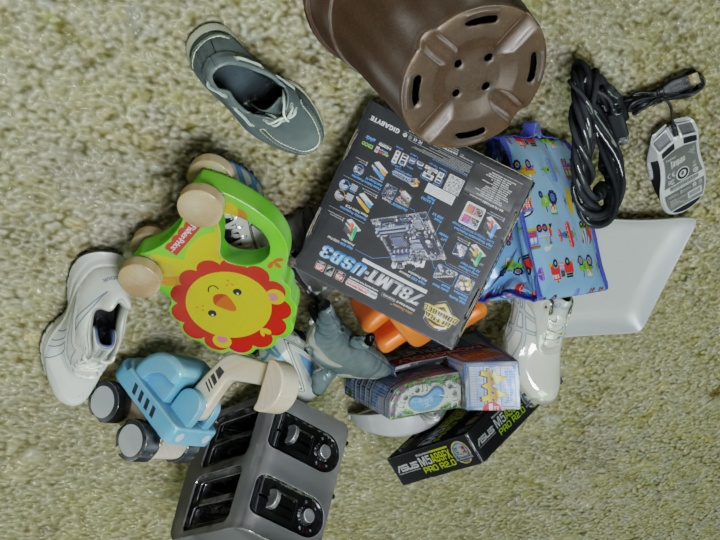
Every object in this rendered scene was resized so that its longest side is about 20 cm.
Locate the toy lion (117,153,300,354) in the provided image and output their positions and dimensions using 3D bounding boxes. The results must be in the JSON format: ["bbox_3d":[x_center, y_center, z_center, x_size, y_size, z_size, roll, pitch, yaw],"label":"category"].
[{"bbox_3d":[-0.139,0.001,1.289,0.191,0.069,0.200,32,128,-18],"label":"toy lion"}]

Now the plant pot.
[{"bbox_3d":[0.069,-0.233,1.182,0.198,0.199,0.202,-15,135,-15],"label":"plant pot"}]

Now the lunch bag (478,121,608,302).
[{"bbox_3d":[0.204,-0.070,1.416,0.150,0.093,0.203,-5,93,-48],"label":"lunch bag"}]

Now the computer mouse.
[{"bbox_3d":[0.383,-0.156,1.536,0.109,0.044,0.201,-28,131,-10],"label":"computer mouse"}]

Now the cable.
[{"bbox_3d":[0.262,-0.144,1.407,0.050,0.165,0.200,4,157,26],"label":"cable"}]

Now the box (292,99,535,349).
[{"bbox_3d":[0.056,-0.049,1.318,0.200,0.198,0.050,-65,172,7],"label":"box"}]

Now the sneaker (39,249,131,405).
[{"bbox_3d":[-0.297,0.076,1.340,0.074,0.087,0.202,0,129,-30],"label":"sneaker"}]

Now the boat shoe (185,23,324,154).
[{"bbox_3d":[-0.099,-0.168,1.246,0.073,0.062,0.200,-40,136,9],"label":"boat shoe"}]

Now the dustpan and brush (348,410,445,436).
[{"bbox_3d":[0.068,0.177,1.578,0.138,0.200,0.058,-17,108,-13],"label":"dustpan and brush"}]

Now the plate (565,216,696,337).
[{"bbox_3d":[0.332,0.004,1.656,0.198,0.032,0.201,-2,128,-27],"label":"plate"}]

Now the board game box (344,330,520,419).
[{"bbox_3d":[0.104,0.130,1.525,0.197,0.199,0.063,-7,98,-22],"label":"board game box"}]

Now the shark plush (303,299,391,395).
[{"bbox_3d":[-0.017,0.069,1.406,0.082,0.092,0.201,8,145,15],"label":"shark plush"}]

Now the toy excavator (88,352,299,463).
[{"bbox_3d":[-0.184,0.136,1.386,0.201,0.194,0.100,-53,150,13],"label":"toy excavator"}]

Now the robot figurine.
[{"bbox_3d":[0.084,0.010,1.467,0.199,0.145,0.117,-35,174,5],"label":"robot figurine"}]

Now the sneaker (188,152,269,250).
[{"bbox_3d":[-0.133,-0.045,1.323,0.071,0.073,0.201,-5,139,14],"label":"sneaker"}]

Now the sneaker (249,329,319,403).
[{"bbox_3d":[-0.102,0.084,1.464,0.073,0.072,0.200,-51,136,-13],"label":"sneaker"}]

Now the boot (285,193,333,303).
[{"bbox_3d":[0.000,0.000,1.385,0.131,0.201,0.070,-35,172,4],"label":"boot"}]

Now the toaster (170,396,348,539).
[{"bbox_3d":[-0.125,0.260,1.496,0.118,0.183,0.199,34,145,-27],"label":"toaster"}]

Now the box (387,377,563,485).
[{"bbox_3d":[0.149,0.193,1.595,0.199,0.045,0.160,-36,-173,-41],"label":"box"}]

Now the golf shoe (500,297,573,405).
[{"bbox_3d":[0.225,0.065,1.534,0.077,0.203,0.097,-5,172,-33],"label":"golf shoe"}]
